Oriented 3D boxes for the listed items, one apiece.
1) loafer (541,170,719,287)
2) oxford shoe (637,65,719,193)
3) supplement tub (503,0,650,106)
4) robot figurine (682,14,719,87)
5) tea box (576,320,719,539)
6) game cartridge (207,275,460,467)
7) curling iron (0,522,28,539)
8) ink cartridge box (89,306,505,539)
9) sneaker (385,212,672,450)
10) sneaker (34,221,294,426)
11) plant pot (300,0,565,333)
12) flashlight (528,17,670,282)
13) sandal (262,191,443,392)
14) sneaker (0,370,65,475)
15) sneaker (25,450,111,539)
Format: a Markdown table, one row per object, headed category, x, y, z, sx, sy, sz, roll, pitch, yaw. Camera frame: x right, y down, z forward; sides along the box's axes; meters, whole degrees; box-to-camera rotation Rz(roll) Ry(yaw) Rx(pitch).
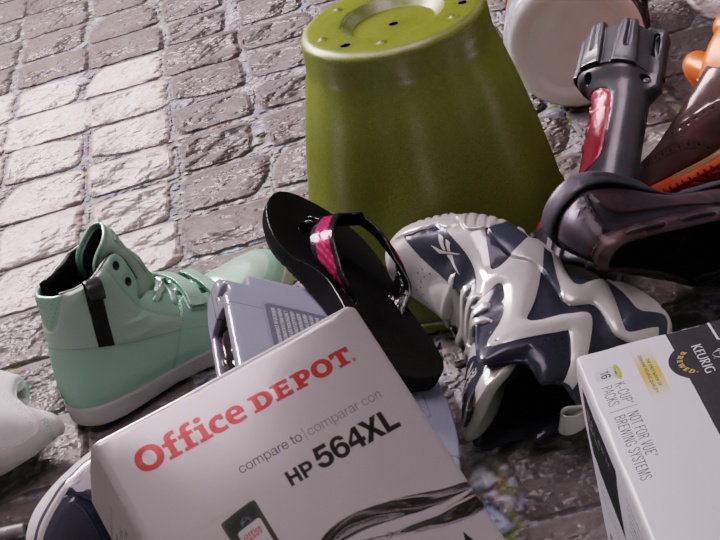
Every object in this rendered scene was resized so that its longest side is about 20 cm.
| category | x | y | z | sx | sy | sz | roll | pitch | yaw |
| --- | --- | --- | --- | --- | --- | --- | --- | --- | --- |
| loafer | 0.203 | -0.015 | 0.933 | 0.199 | 0.072 | 0.063 | 4 | 33 | -31 |
| oxford shoe | 0.241 | -0.094 | 1.021 | 0.071 | 0.073 | 0.200 | 4 | -27 | -46 |
| supplement tub | 0.187 | -0.235 | 1.306 | 0.122 | 0.123 | 0.200 | -8 | 29 | 12 |
| robot figurine | 0.320 | -0.125 | 1.063 | 0.143 | 0.117 | 0.200 | -17 | 26 | -28 |
| tea box | 0.219 | 0.118 | 0.672 | 0.195 | 0.134 | 0.200 | -15 | 29 | 3 |
| game cartridge | -0.014 | 0.075 | 0.862 | 0.132 | 0.042 | 0.200 | 18 | 24 | -20 |
| curling iron | -0.295 | 0.184 | 0.908 | 0.198 | 0.026 | 0.050 | -11 | -8 | 0 |
| ink cartridge box | -0.017 | 0.140 | 0.693 | 0.145 | 0.084 | 0.201 | -28 | 71 | -19 |
| sneaker | 0.073 | 0.041 | 0.911 | 0.198 | 0.080 | 0.129 | 29 | 45 | 25 |
| sneaker | -0.132 | 0.008 | 1.043 | 0.200 | 0.119 | 0.073 | -34 | 33 | -33 |
| plant pot | 0.043 | -0.092 | 1.056 | 0.199 | 0.194 | 0.201 | -11 | 29 | 6 |
| flashlight | 0.158 | -0.076 | 1.020 | 0.067 | 0.068 | 0.201 | 20 | 62 | -14 |
| sandal | 0.000 | 0.000 | 0.929 | 0.075 | 0.045 | 0.200 | 5 | 29 | -31 |
| sneaker | -0.275 | 0.088 | 1.041 | 0.088 | 0.076 | 0.200 | -20 | 33 | -34 |
| sneaker | -0.093 | 0.123 | 0.867 | 0.199 | 0.079 | 0.079 | -29 | 26 | -26 |
